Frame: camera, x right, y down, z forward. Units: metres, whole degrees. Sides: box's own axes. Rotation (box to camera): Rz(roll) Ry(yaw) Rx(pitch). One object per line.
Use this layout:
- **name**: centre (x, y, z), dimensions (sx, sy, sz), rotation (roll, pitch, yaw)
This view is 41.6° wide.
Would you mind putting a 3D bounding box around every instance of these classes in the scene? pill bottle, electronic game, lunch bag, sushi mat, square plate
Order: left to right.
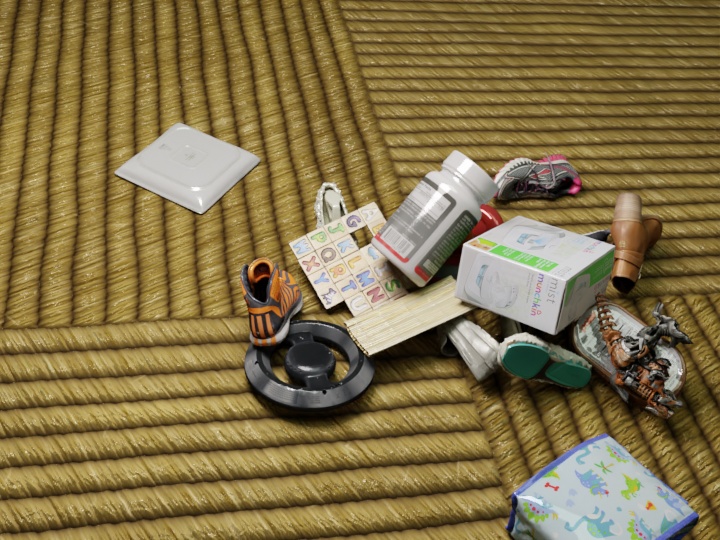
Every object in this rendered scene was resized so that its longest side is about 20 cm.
- **square plate**: centre (-0.319, -0.201, 1.768), dimensions (0.197, 0.029, 0.200), rotation (25, 45, 15)
- **electronic game**: centre (-0.076, 0.141, 1.436), dimensions (0.198, 0.042, 0.201), rotation (4, 35, -3)
- **sushi mat**: centre (0.077, 0.069, 1.474), dimensions (0.199, 0.012, 0.096), rotation (-23, 39, -17)
- **pill bottle**: centre (0.120, -0.083, 1.509), dimensions (0.200, 0.114, 0.114), rotation (-49, 60, 2)
- **lunch bag**: centre (0.319, 0.324, 1.251), dimensions (0.199, 0.128, 0.170), rotation (-31, 55, -24)

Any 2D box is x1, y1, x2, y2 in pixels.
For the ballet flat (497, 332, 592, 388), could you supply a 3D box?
- **ballet flat**: centre (0.272, 0.133, 1.454), dimensions (0.199, 0.072, 0.072), rotation (23, 33, -35)

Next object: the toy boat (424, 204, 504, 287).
- **toy boat**: centre (0.171, -0.056, 1.610), dimensions (0.130, 0.131, 0.200), rotation (4, 39, 23)

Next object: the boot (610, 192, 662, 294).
- **boot**: centre (0.483, -0.032, 1.686), dimensions (0.073, 0.200, 0.156), rotation (-1, 72, 32)

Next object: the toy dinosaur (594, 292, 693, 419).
- **toy dinosaur**: centre (0.423, 0.121, 1.431), dimensions (0.200, 0.136, 0.102), rotation (50, 16, -5)

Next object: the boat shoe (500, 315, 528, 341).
- **boat shoe**: centre (0.261, 0.064, 1.557), dimensions (0.062, 0.075, 0.201), rotation (2, 38, 1)

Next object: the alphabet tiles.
- **alphabet tiles**: centre (0.000, 0.000, 1.564), dimensions (0.166, 0.008, 0.201), rotation (-26, 70, -14)

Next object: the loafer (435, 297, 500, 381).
- **loafer**: centre (0.147, 0.101, 1.500), dimensions (0.070, 0.070, 0.200), rotation (-48, 42, -1)

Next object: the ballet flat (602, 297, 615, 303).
- **ballet flat**: centre (0.386, 0.068, 1.588), dimensions (0.199, 0.070, 0.071), rotation (27, 19, 18)

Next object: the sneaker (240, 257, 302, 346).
- **sneaker**: centre (-0.137, 0.022, 1.475), dimensions (0.077, 0.113, 0.200), rotation (-6, 26, 3)

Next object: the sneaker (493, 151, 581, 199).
- **sneaker**: centre (0.336, -0.172, 1.814), dimensions (0.199, 0.081, 0.075), rotation (-15, 50, -25)

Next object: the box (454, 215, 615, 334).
- **box**: centre (0.274, 0.004, 1.479), dimensions (0.176, 0.097, 0.200), rotation (21, 27, 30)

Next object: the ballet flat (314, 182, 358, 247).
- **ballet flat**: centre (-0.045, -0.079, 1.648), dimensions (0.071, 0.072, 0.201), rotation (-4, 45, -14)

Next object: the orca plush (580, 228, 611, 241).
- **orca plush**: centre (0.367, -0.021, 1.693), dimensions (0.199, 0.072, 0.105), rotation (-13, 2, -36)

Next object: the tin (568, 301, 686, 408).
- **tin**: centre (0.421, 0.130, 1.497), dimensions (0.200, 0.042, 0.112), rotation (39, 76, 21)
